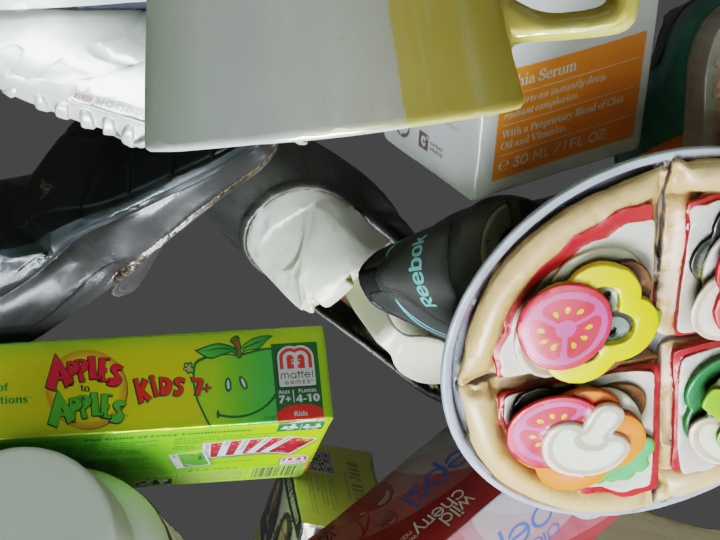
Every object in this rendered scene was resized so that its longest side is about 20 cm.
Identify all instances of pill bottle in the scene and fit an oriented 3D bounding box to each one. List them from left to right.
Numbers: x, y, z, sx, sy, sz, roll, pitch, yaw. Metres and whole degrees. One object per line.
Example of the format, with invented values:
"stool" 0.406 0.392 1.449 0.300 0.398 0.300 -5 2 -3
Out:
"pill bottle" -0.130 0.161 1.181 0.114 0.115 0.200 -23 154 4

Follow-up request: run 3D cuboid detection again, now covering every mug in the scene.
"mug" -0.004 -0.133 0.980 0.186 0.149 0.154 -10 95 -32

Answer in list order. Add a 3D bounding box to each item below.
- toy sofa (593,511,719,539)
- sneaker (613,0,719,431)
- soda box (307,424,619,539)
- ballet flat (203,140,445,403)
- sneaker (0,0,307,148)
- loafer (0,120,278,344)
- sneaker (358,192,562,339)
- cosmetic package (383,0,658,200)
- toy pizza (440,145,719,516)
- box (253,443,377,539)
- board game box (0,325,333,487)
"toy sofa" 0.121 0.178 1.325 0.199 0.098 0.083 16 142 -21
"sneaker" 0.153 -0.029 1.156 0.071 0.080 0.201 10 97 -23
"soda box" 0.073 0.107 1.217 0.200 0.063 0.070 -39 129 -21
"ballet flat" 0.000 0.000 1.180 0.200 0.069 0.068 36 109 -29
"sneaker" -0.110 -0.090 1.053 0.198 0.076 0.081 -1 109 -10
"loafer" -0.119 -0.023 1.145 0.199 0.073 0.072 -25 133 16
"sneaker" 0.076 -0.003 1.167 0.079 0.076 0.200 -12 170 32
"cosmetic package" 0.075 -0.142 1.082 0.101 0.071 0.201 -19 128 -31
"toy pizza" 0.132 0.035 1.090 0.199 0.032 0.201 -9 128 -12
"box" -0.040 0.190 1.292 0.050 0.075 0.201 10 121 -16
"board game box" -0.119 0.069 1.182 0.198 0.048 0.102 -3 160 -10
